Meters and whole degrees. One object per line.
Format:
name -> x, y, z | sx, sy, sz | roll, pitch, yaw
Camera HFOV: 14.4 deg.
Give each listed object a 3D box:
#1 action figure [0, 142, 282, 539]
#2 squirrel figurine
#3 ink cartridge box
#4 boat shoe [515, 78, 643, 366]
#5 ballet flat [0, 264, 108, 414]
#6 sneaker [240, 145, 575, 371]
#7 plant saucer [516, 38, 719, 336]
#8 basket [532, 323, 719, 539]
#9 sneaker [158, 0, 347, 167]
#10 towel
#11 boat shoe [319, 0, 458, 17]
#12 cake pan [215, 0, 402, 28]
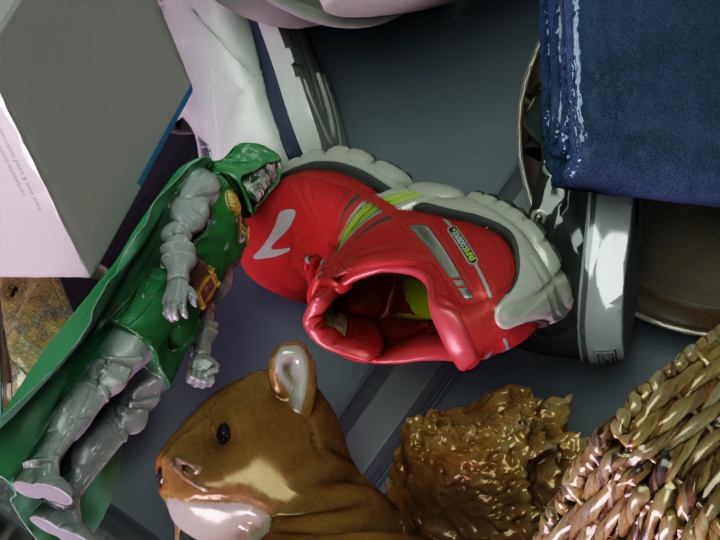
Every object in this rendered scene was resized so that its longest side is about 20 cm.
action figure -> -0.088, 0.022, 1.224 | 0.055, 0.118, 0.200 | 18, 62, 20
squirrel figurine -> 0.008, 0.122, 1.238 | 0.200, 0.142, 0.187 | -19, 61, -9
ink cartridge box -> -0.200, -0.084, 1.239 | 0.200, 0.125, 0.129 | 0, 44, 26
boat shoe -> 0.097, -0.058, 1.257 | 0.057, 0.069, 0.200 | 3, 77, 12
ballet flat -> -0.151, -0.009, 1.322 | 0.071, 0.071, 0.200 | -16, 61, 6
sneaker -> 0.000, 0.000, 1.228 | 0.085, 0.077, 0.200 | -36, 26, -29
plant saucer -> 0.171, -0.063, 1.294 | 0.200, 0.032, 0.200 | -3, 75, 10
basket -> 0.192, 0.093, 1.151 | 0.200, 0.143, 0.149 | -29, 67, -35
sneaker -> -0.073, -0.121, 1.339 | 0.080, 0.076, 0.200 | -22, 70, 14
towel -> 0.170, -0.081, 1.217 | 0.200, 0.049, 0.112 | 3, 81, -21
boat shoe -> 0.057, -0.168, 1.287 | 0.201, 0.070, 0.072 | -20, 85, -31
cake pan -> -0.043, -0.197, 1.303 | 0.037, 0.200, 0.200 | -27, 67, 40
